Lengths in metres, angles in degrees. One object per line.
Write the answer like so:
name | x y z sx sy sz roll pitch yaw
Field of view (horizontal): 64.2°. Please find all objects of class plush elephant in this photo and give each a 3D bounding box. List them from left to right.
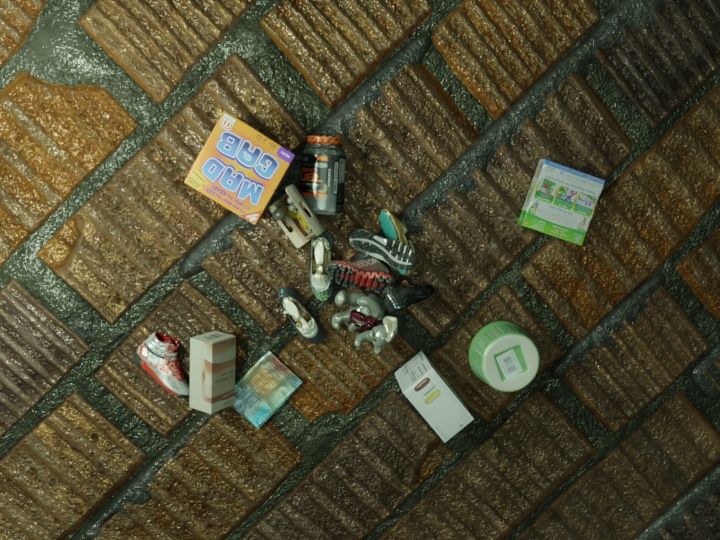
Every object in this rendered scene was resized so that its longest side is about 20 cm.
plush elephant | 0.025 0.154 1.599 0.198 0.165 0.156 -4 56 -20

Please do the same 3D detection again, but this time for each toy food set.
toy food set | -0.176 -0.136 1.518 0.060 0.200 0.144 -38 97 -21

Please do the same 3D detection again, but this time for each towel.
towel | -0.285 0.349 1.678 0.200 0.022 0.147 -45 101 3

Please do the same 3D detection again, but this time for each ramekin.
ramekin | 0.428 0.259 1.693 0.197 0.098 0.203 -1 100 -6

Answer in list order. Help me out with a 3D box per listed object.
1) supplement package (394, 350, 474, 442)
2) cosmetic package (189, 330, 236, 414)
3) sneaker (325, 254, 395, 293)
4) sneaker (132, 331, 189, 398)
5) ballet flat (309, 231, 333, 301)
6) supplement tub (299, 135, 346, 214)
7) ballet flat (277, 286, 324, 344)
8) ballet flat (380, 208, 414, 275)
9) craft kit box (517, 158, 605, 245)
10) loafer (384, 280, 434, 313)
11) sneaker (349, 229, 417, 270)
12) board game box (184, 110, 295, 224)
supplement package | 0.210 0.362 1.661 0.111 0.156 0.200 -39 102 3
cosmetic package | -0.411 0.281 1.601 0.086 0.103 0.203 9 102 29
sneaker | 0.000 0.000 1.610 0.198 0.099 0.071 12 133 -11
sneaker | -0.533 0.263 1.615 0.201 0.067 0.108 42 96 -8
ballet flat | -0.114 -0.009 1.608 0.073 0.074 0.203 -2 99 -5
supplement tub | -0.101 -0.255 1.540 0.121 0.123 0.203 2 99 -6
ballet flat | -0.170 0.137 1.629 0.073 0.073 0.201 -34 102 1
ballet flat | 0.111 -0.087 1.630 0.063 0.068 0.202 -26 106 -29
craft kit box | 0.580 -0.196 1.659 0.198 0.049 0.200 17 95 -8
loafer | 0.140 0.059 1.604 0.072 0.199 0.073 -28 83 37
sneaker | 0.070 -0.060 1.592 0.198 0.080 0.074 27 93 11
board game box | -0.300 -0.263 1.479 0.199 0.200 0.201 31 96 -10
